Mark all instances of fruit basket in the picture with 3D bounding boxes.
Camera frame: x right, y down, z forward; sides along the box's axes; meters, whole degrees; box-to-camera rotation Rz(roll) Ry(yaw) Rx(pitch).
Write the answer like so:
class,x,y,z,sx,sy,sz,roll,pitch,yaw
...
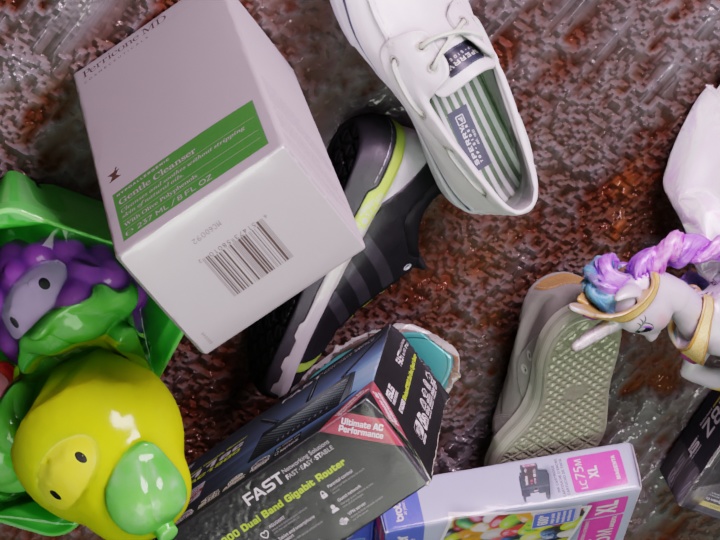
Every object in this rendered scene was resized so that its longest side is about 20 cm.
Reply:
class,x,y,z,sx,sy,sz,roll,pitch,yaw
fruit basket,-0.175,0.071,1.255,0.155,0.216,0.216,20,116,-22

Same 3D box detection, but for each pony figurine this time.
class,x,y,z,sx,sy,sz,roll,pitch,yaw
pony figurine,0.237,0.001,1.323,0.200,0.167,0.193,28,105,-34

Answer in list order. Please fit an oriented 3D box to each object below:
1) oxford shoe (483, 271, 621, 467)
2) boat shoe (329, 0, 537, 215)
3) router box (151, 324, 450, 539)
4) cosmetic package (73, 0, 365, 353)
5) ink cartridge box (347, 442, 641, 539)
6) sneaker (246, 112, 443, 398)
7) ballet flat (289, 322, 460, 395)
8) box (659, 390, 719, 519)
class,x,y,z,sx,sy,sz,roll,pitch,yaw
oxford shoe,0.120,0.074,1.418,0.075,0.058,0.200,-8,139,-18
boat shoe,0.049,-0.118,1.244,0.074,0.067,0.200,-39,115,-15
router box,-0.048,0.126,1.291,0.200,0.150,0.062,-35,98,12
cosmetic package,-0.080,-0.060,1.192,0.108,0.200,0.085,-35,125,7
ink cartridge box,0.076,0.167,1.447,0.200,0.042,0.119,-7,151,-6
sneaker,0.000,0.000,1.328,0.083,0.072,0.200,16,117,-24
ballet flat,-0.022,0.096,1.394,0.200,0.072,0.072,-36,123,13
box,0.326,0.113,1.492,0.200,0.049,0.161,19,114,-24
